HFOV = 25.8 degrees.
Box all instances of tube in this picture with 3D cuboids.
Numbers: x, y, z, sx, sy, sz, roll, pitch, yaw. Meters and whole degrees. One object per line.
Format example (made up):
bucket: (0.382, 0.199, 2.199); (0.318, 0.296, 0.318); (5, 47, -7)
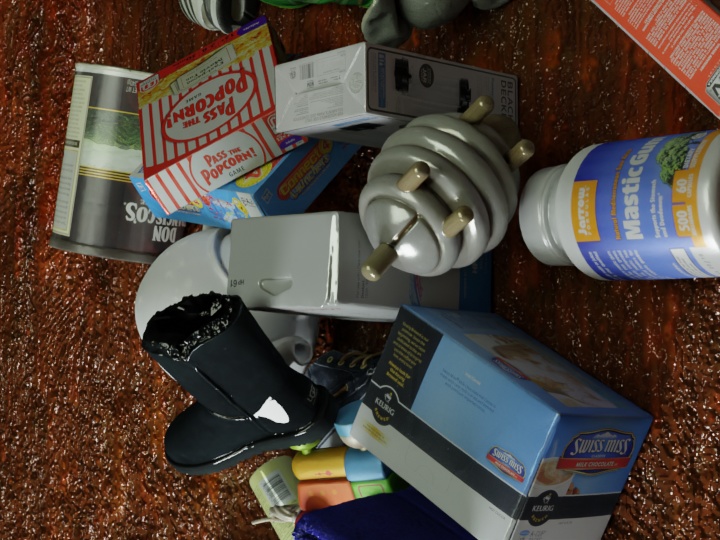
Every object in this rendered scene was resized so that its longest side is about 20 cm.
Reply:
tube: (-0.042, 0.274, 1.533); (0.200, 0.052, 0.058); (56, 165, 29)

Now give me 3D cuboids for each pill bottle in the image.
pill bottle: (0.224, -0.048, 1.237); (0.199, 0.112, 0.113); (-3, 84, 47)

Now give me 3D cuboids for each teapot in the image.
teapot: (-0.114, 0.023, 1.532); (0.200, 0.197, 0.146); (40, 119, 5)

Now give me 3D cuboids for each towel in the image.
towel: (0.060, 0.232, 1.319); (0.147, 0.199, 0.050); (27, 115, 45)

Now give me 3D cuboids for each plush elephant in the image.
plush elephant: (0.056, -0.292, 1.427); (0.200, 0.164, 0.155); (-97, -6, -59)

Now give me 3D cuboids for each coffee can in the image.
coffee can: (-0.253, -0.115, 1.714); (0.146, 0.146, 0.201); (12, 94, 46)

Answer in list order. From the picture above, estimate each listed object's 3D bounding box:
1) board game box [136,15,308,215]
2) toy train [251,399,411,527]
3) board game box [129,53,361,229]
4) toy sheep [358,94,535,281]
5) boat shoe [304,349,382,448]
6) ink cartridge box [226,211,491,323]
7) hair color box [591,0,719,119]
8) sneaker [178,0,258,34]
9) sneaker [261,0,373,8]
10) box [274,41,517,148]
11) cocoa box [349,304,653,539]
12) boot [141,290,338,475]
board game box: (-0.135, -0.152, 1.504); (0.151, 0.046, 0.200); (-27, 34, 7)
toy train: (-0.045, 0.184, 1.452); (0.199, 0.085, 0.116); (-9, 110, 34)
board game box: (-0.094, -0.128, 1.533); (0.195, 0.056, 0.200); (10, 51, 46)
toy sheep: (0.064, -0.062, 1.284); (0.138, 0.200, 0.138); (32, 146, 26)
boat shoe: (0.007, 0.099, 1.476); (0.200, 0.071, 0.091); (-46, 60, 35)
ink cartridge box: (0.000, 0.000, 1.402); (0.144, 0.199, 0.085); (-3, 84, 45)
hair color box: (0.259, -0.192, 1.225); (0.061, 0.101, 0.200); (-56, 52, 25)
sneaker: (-0.160, -0.360, 1.694); (0.115, 0.075, 0.202); (16, 100, 44)
sneaker: (-0.054, -0.302, 1.573); (0.199, 0.083, 0.074); (10, 94, 47)
box: (0.035, -0.147, 1.383); (0.116, 0.199, 0.060); (-7, 83, 43)
cocoa box: (0.115, 0.130, 1.317); (0.200, 0.133, 0.132); (34, 109, 42)
boot: (-0.139, 0.098, 1.399); (0.199, 0.168, 0.077); (-16, 40, 35)
